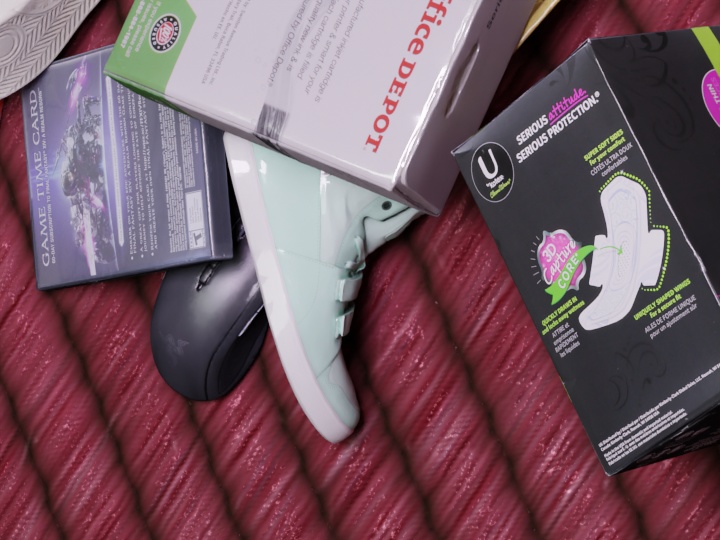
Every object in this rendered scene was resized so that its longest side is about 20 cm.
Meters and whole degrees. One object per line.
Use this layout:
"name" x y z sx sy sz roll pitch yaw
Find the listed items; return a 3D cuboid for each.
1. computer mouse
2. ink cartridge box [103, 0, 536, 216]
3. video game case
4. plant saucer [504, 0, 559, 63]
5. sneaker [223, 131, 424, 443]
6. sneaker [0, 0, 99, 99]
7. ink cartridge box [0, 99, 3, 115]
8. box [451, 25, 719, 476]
"computer mouse" -0.096 -0.027 1.775 0.140 0.046 0.200 40 108 22
"ink cartridge box" -0.021 -0.134 1.626 0.200 0.084 0.146 24 88 24
"video game case" -0.147 -0.068 1.782 0.200 0.019 0.143 -9 84 53
"plant saucer" 0.037 -0.192 1.686 0.200 0.048 0.200 -48 67 8
"sneaker" 0.000 0.000 1.706 0.118 0.074 0.201 -15 105 0
"sneaker" -0.212 -0.189 1.816 0.200 0.075 0.085 -44 62 -4
"ink cartridge box" -0.285 -0.135 1.884 0.109 0.050 0.200 15 96 29
"box" 0.172 -0.015 1.550 0.124 0.148 0.200 -38 72 42
